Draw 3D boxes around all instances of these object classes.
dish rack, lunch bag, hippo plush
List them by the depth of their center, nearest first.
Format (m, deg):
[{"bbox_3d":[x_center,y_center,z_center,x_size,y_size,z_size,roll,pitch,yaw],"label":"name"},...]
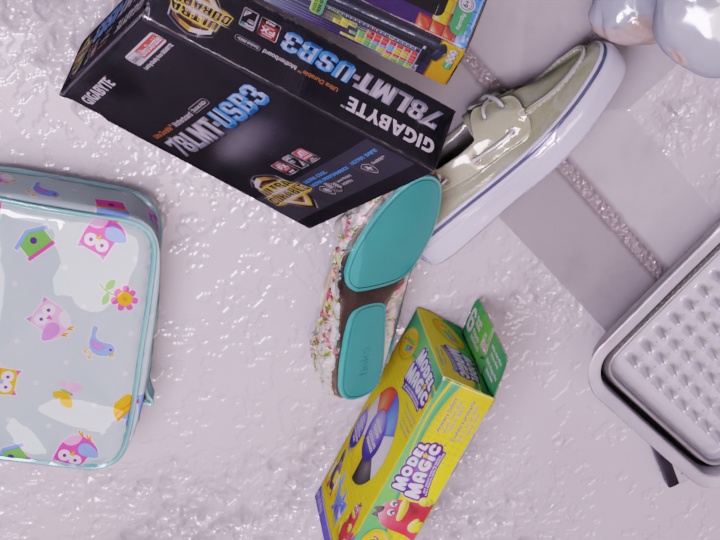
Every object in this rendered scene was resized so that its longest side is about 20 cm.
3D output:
[{"bbox_3d":[0.235,-0.210,0.997,0.157,0.161,0.203,-8,115,-6],"label":"hippo plush"},{"bbox_3d":[-0.214,0.037,1.076,0.158,0.077,0.202,7,112,-14],"label":"lunch bag"},{"bbox_3d":[0.276,0.048,1.164,0.171,0.044,0.200,39,102,-23],"label":"dish rack"}]

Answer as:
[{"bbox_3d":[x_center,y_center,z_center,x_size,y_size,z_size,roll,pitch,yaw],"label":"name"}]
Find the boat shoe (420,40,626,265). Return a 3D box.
[{"bbox_3d":[0.096,-0.088,1.078,0.062,0.072,0.200,41,104,-18],"label":"boat shoe"}]

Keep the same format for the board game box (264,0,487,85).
[{"bbox_3d":[0.016,-0.232,0.898,0.164,0.057,0.202,24,72,-2],"label":"board game box"}]

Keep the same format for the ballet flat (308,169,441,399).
[{"bbox_3d":[0.000,0.000,1.085,0.075,0.064,0.202,-5,128,-33],"label":"ballet flat"}]

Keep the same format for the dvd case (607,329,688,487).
[{"bbox_3d":[0.303,0.067,1.209,0.198,0.016,0.150,-25,115,1],"label":"dvd case"}]

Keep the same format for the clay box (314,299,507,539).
[{"bbox_3d":[0.034,0.118,1.132,0.047,0.115,0.202,22,107,-17],"label":"clay box"}]

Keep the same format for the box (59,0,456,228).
[{"bbox_3d":[-0.071,-0.104,0.980,0.197,0.200,0.050,26,72,-20],"label":"box"}]
